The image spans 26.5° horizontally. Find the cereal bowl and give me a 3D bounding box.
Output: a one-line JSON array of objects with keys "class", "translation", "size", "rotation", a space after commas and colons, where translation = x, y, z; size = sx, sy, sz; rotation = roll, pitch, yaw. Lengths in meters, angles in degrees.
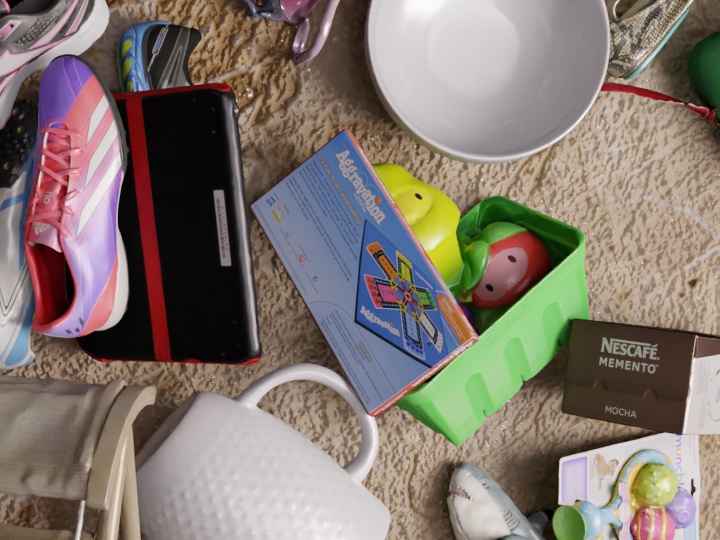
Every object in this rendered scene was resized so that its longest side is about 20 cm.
[{"class": "cereal bowl", "translation": [0.098, -0.182, 1.243], "size": [0.197, 0.083, 0.203], "rotation": [0, 86, -6]}]

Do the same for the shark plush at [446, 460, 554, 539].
[{"class": "shark plush", "translation": [0.157, 0.237, 1.319], "size": [0.198, 0.091, 0.084], "rotation": [23, 55, -17]}]

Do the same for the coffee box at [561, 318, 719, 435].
[{"class": "coffee box", "translation": [0.265, 0.090, 1.279], "size": [0.199, 0.112, 0.081], "rotation": [8, 90, -55]}]

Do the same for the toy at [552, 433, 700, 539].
[{"class": "toy", "translation": [0.249, 0.209, 1.331], "size": [0.198, 0.047, 0.117], "rotation": [-5, 96, -39]}]

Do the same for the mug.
[{"class": "mug", "translation": [-0.072, 0.164, 1.169], "size": [0.175, 0.148, 0.200], "rotation": [42, 88, -9]}]

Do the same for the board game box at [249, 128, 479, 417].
[{"class": "board game box", "translation": [0.000, 0.000, 1.179], "size": [0.103, 0.019, 0.201], "rotation": [-37, 68, 15]}]

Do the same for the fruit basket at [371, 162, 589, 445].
[{"class": "fruit basket", "translation": [0.066, 0.004, 1.231], "size": [0.213, 0.155, 0.219], "rotation": [-12, 113, -30]}]

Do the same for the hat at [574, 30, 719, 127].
[{"class": "hat", "translation": [0.297, -0.174, 1.351], "size": [0.174, 0.200, 0.168], "rotation": [10, 74, 15]}]

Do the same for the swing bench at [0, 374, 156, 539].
[{"class": "swing bench", "translation": [-0.255, 0.175, 1.062], "size": [0.196, 0.130, 0.203], "rotation": [4, 98, 7]}]

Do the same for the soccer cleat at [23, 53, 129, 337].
[{"class": "soccer cleat", "translation": [-0.210, -0.052, 1.093], "size": [0.073, 0.067, 0.203], "rotation": [-18, 108, -58]}]

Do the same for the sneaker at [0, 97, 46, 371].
[{"class": "sneaker", "translation": [-0.261, -0.026, 1.134], "size": [0.072, 0.071, 0.203], "rotation": [17, 79, -56]}]

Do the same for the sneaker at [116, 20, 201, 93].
[{"class": "sneaker", "translation": [-0.132, -0.092, 1.173], "size": [0.082, 0.071, 0.203], "rotation": [-11, 95, -15]}]

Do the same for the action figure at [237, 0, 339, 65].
[{"class": "action figure", "translation": [-0.012, -0.278, 1.178], "size": [0.200, 0.134, 0.149], "rotation": [-43, 108, -11]}]

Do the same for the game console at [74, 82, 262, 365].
[{"class": "game console", "translation": [-0.151, -0.031, 1.123], "size": [0.031, 0.175, 0.203], "rotation": [-18, 104, -58]}]

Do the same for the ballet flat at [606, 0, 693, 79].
[{"class": "ballet flat", "translation": [0.276, -0.253, 1.337], "size": [0.200, 0.068, 0.076], "rotation": [-41, 100, -11]}]

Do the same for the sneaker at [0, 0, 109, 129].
[{"class": "sneaker", "translation": [-0.271, -0.163, 1.092], "size": [0.080, 0.087, 0.200], "rotation": [36, 70, 15]}]
